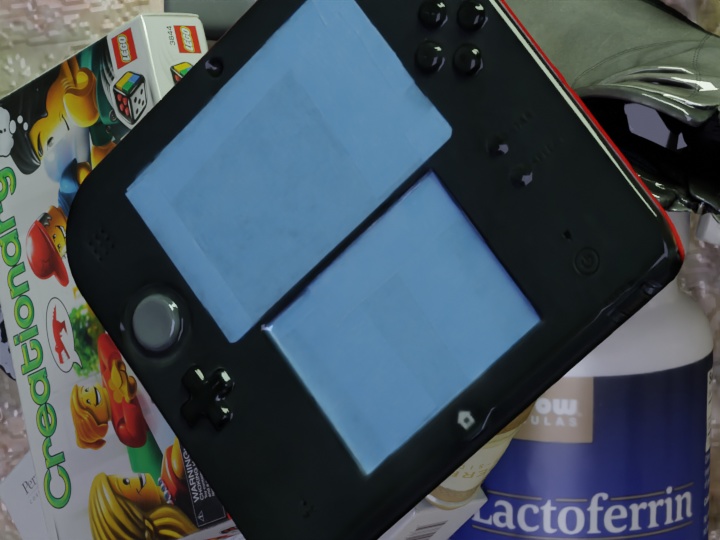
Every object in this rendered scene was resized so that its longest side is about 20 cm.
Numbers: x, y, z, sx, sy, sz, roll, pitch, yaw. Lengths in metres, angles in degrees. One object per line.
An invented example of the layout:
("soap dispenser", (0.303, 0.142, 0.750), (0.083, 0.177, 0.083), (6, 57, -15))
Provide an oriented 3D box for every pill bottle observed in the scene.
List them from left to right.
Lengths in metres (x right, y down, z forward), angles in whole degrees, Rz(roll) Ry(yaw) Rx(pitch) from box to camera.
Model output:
("pill bottle", (0.086, 0.065, 1.013), (0.115, 0.116, 0.201), (2, 102, 13))

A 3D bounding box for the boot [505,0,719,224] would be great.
("boot", (0.093, -0.064, 0.909), (0.199, 0.132, 0.070), (12, 105, 23))

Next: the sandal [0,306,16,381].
("sandal", (-0.080, -0.004, 1.072), (0.200, 0.048, 0.075), (-31, 93, 17))

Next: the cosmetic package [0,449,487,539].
("cosmetic package", (-0.056, 0.093, 1.032), (0.200, 0.052, 0.151), (-47, 64, 33))

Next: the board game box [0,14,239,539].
("board game box", (-0.093, 0.013, 0.994), (0.126, 0.035, 0.201), (-24, 75, 44))

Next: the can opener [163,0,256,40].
("can opener", (0.018, -0.092, 1.028), (0.199, 0.053, 0.067), (4, 102, 13))

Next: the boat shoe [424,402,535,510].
("boat shoe", (0.002, 0.000, 0.972), (0.201, 0.073, 0.063), (57, 141, 32))

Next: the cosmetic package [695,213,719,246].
("cosmetic package", (0.207, -0.098, 0.972), (0.103, 0.073, 0.201), (17, 105, 10))

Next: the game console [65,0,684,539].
("game console", (-0.004, -0.011, 0.878), (0.200, 0.031, 0.177), (-43, 67, 23))
